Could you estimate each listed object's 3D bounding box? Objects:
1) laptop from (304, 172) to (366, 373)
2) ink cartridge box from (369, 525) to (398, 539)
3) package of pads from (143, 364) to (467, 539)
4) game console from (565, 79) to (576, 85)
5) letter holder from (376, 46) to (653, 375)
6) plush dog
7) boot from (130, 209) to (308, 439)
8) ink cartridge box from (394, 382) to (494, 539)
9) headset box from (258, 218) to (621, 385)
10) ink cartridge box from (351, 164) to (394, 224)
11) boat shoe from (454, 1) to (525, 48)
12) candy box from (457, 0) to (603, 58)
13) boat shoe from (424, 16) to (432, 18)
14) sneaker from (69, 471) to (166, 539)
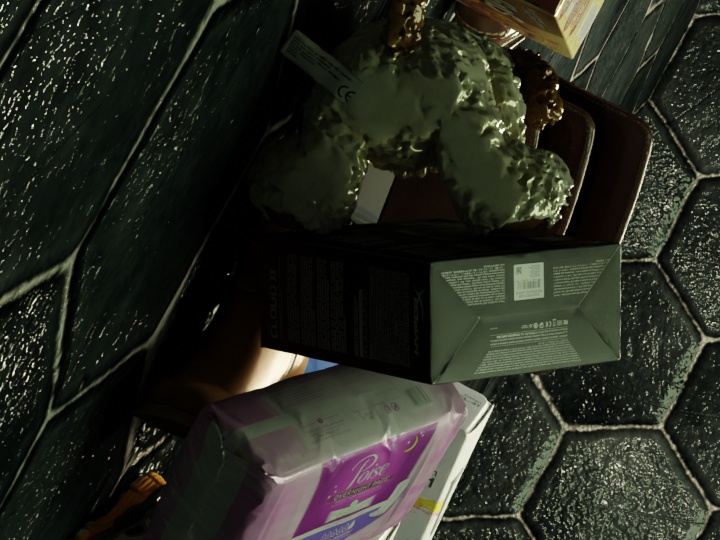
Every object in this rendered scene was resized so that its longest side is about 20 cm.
[{"bbox_3d":[0.000,0.000,1.764,0.201,0.103,0.177,-64,171,10],"label":"laptop"},{"bbox_3d":[-0.076,0.258,1.947,0.201,0.146,0.086,-66,169,23],"label":"ink cartridge box"},{"bbox_3d":[-0.034,0.122,1.519,0.199,0.076,0.121,-16,143,-48],"label":"package of pads"},{"bbox_3d":[0.107,-0.076,2.125,0.116,0.175,0.201,30,86,-53],"label":"game console"},{"bbox_3d":[0.096,-0.029,1.670,0.100,0.142,0.201,-26,141,-63],"label":"letter holder"},{"bbox_3d":[0.035,-0.109,1.523,0.172,0.198,0.162,-56,145,-76],"label":"plush dog"},{"bbox_3d":[-0.078,0.033,1.577,0.200,0.073,0.156,3,106,-78],"label":"boot"},{"bbox_3d":[0.010,0.180,2.200,0.201,0.147,0.086,-68,171,26],"label":"ink cartridge box"},{"bbox_3d":[0.040,0.015,1.515,0.148,0.199,0.078,-5,98,-36],"label":"headset box"},{"bbox_3d":[0.065,-0.081,1.948,0.147,0.084,0.200,-61,172,-1],"label":"ink cartridge box"},{"bbox_3d":[0.132,-0.236,1.931,0.200,0.070,0.071,-45,155,-37],"label":"boat shoe"},{"bbox_3d":[0.102,-0.206,1.695,0.056,0.115,0.200,-63,171,0],"label":"candy box"},{"bbox_3d":[0.040,-0.142,1.699,0.200,0.071,0.063,-35,149,-62],"label":"boat shoe"},{"bbox_3d":[-0.150,0.201,1.596,0.200,0.077,0.079,-48,164,-54],"label":"sneaker"}]
